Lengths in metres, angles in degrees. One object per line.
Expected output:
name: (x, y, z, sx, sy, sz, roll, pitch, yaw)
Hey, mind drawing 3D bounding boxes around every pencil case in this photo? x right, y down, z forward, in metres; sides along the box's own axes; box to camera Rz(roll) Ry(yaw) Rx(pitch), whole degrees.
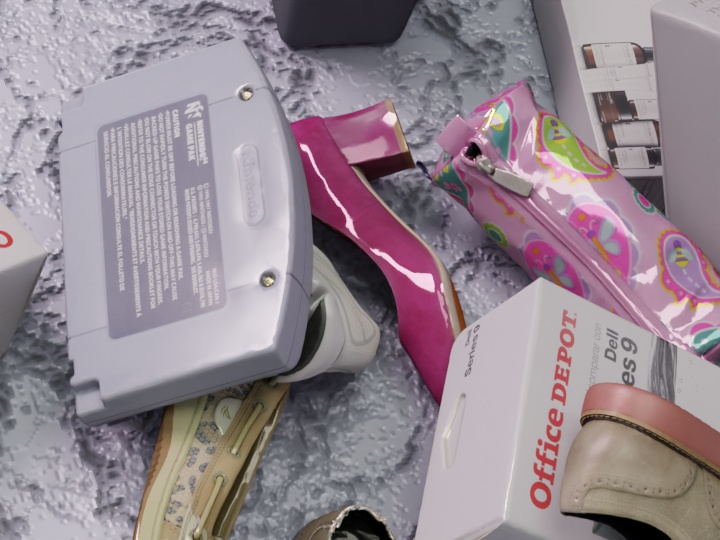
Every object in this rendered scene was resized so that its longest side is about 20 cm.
pencil case: (0.127, -0.017, 1.070, 0.200, 0.087, 0.087, 46, 58, 2)

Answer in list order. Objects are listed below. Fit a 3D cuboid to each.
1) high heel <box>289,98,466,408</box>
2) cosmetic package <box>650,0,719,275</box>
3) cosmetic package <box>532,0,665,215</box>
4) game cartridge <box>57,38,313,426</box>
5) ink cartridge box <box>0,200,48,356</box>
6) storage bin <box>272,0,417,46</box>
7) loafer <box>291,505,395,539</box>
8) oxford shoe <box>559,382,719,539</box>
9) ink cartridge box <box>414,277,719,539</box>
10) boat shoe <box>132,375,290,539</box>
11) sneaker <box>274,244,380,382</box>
high heel: (0.000, 0.000, 1.072, 0.095, 0.067, 0.202, -19, 73, 4)
cosmetic package: (0.287, -0.076, 1.026, 0.167, 0.167, 0.200, -29, 37, -24)
cosmetic package: (0.165, -0.130, 1.190, 0.082, 0.051, 0.201, -1, 58, -15)
game cartridge: (-0.092, -0.024, 0.993, 0.132, 0.042, 0.201, -13, 57, 9)
ink cartridge box: (-0.281, -0.029, 0.977, 0.200, 0.083, 0.146, 45, 40, 16)
storage bin: (-0.023, -0.239, 1.165, 0.144, 0.135, 0.201, -4, 58, -16)
loafer: (0.007, 0.204, 0.927, 0.075, 0.070, 0.201, -10, 61, -19)
oxford shoe: (0.175, 0.133, 0.898, 0.199, 0.070, 0.075, 32, 69, -11)
ink cartridge box: (0.140, 0.116, 0.973, 0.199, 0.084, 0.147, 25, 54, -20)
boat shoe: (-0.080, 0.127, 0.954, 0.062, 0.074, 0.201, 11, 55, -3)
sneaker: (-0.066, -0.007, 1.053, 0.200, 0.075, 0.081, 47, 20, 31)
